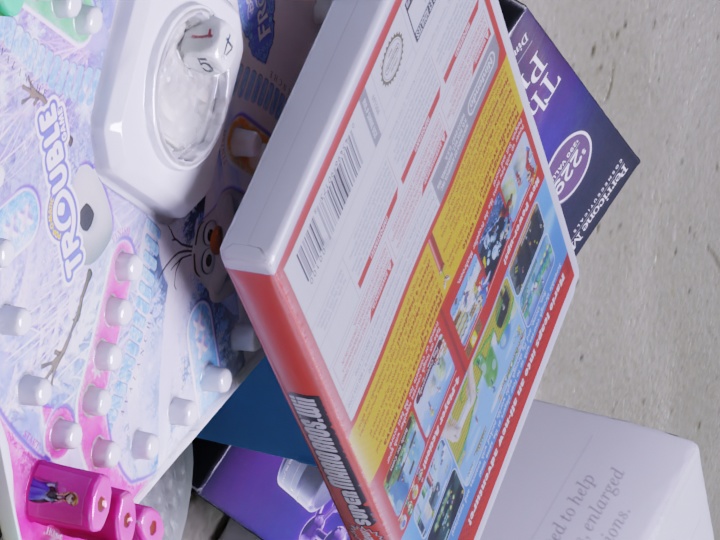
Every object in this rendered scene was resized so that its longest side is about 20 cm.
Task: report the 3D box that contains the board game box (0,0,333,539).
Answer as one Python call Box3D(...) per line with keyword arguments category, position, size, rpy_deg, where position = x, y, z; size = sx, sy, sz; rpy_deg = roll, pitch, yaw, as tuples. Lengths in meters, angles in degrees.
Box3D(category="board game box", position=(-0.044, -0.047, 0.753), size=(0.200, 0.026, 0.201), rpy_deg=(-50, 141, -50))

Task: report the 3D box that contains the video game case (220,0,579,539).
Box3D(category="video game case", position=(0.018, -0.002, 0.851), size=(0.200, 0.017, 0.144), rpy_deg=(68, 38, -51))

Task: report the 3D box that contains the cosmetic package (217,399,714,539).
Box3D(category="cosmetic package", position=(0.043, 0.172, 1.174), size=(0.165, 0.164, 0.201), rpy_deg=(-57, 147, -35))

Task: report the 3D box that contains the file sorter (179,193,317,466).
Box3D(category="file sorter", position=(-0.063, -0.041, 0.903), size=(0.123, 0.138, 0.200), rpy_deg=(-68, 152, -21))

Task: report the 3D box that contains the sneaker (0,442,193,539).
Box3D(category="sneaker", position=(-0.125, 0.123, 0.921), size=(0.078, 0.079, 0.201), rpy_deg=(42, 69, -56))

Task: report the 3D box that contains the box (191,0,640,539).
Box3D(category="box", position=(0.000, 0.000, 1.058), size=(0.201, 0.079, 0.141), rpy_deg=(-56, 152, -5))
